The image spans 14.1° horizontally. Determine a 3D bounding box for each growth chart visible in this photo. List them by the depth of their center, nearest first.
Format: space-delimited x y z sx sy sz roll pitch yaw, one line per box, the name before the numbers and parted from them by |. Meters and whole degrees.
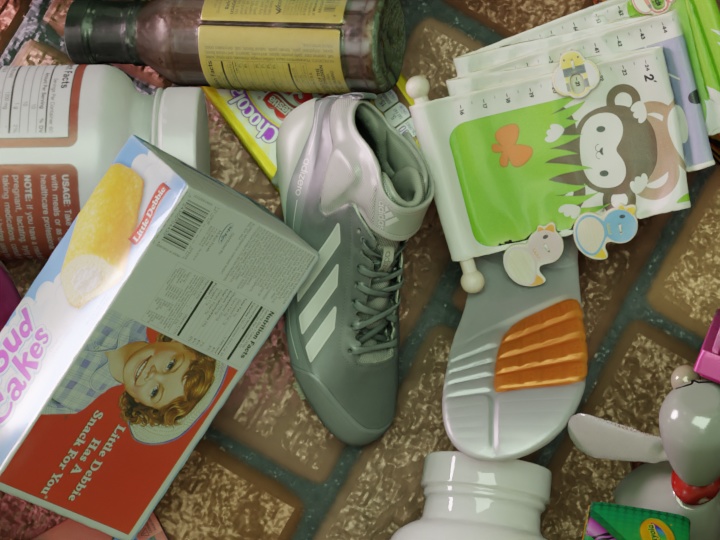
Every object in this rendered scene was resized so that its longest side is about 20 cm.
growth chart | 0.125 -0.081 1.631 0.199 0.018 0.145 -25 92 6

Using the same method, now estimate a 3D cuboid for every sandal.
sandal | 0.095 0.038 1.659 0.079 0.059 0.207 2 47 9

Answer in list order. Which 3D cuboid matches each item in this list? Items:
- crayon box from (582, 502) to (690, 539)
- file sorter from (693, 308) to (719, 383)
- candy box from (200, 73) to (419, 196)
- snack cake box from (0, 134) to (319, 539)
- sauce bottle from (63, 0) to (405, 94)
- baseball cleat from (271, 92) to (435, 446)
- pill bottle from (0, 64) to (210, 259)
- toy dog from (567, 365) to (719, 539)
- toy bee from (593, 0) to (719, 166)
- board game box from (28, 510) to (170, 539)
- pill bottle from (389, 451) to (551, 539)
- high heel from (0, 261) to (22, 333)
crayon box | 0.133 0.240 1.548 0.058 0.119 0.201 8 119 4
file sorter | 0.272 0.011 1.582 0.138 0.200 0.126 21 98 7
candy box | -0.046 -0.125 1.730 0.102 0.026 0.200 -37 79 -1
snack cake box | -0.127 0.040 1.618 0.201 0.115 0.067 -56 46 6
sauce bottle | -0.074 -0.137 1.682 0.199 0.065 0.065 5 78 20
baseball cleat | 0.000 0.000 1.647 0.069 0.106 0.201 -15 94 -39
pill bottle | -0.189 -0.062 1.680 0.199 0.112 0.113 0 78 3
toy dog | 0.174 0.103 1.605 0.131 0.200 0.097 1 55 -26
toy bee | 0.168 -0.132 1.680 0.199 0.109 0.131 28 83 8
board game box | -0.125 0.232 1.663 0.103 0.019 0.201 -29 78 -2
pill bottle | 0.059 0.206 1.616 0.104 0.104 0.201 8 79 4
high heel | -0.227 0.039 1.637 0.067 0.200 0.096 7 72 43
